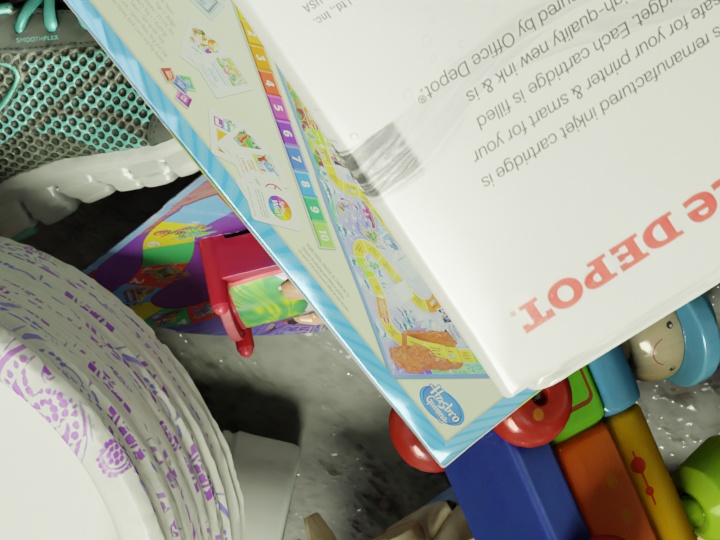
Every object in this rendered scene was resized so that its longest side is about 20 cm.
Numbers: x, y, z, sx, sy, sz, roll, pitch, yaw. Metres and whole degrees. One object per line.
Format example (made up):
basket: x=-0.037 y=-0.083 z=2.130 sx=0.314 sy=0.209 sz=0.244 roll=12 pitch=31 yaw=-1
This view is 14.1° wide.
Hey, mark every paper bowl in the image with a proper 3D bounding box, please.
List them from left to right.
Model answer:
paper bowl: x=-0.135 y=0.081 z=1.030 sx=0.199 sy=0.104 sz=0.202 roll=10 pitch=117 yaw=21

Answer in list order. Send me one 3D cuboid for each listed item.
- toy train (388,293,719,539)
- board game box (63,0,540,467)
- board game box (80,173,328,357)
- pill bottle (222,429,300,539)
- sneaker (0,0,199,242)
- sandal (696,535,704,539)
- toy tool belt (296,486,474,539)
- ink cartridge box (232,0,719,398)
toy train: x=0.103 y=0.102 z=1.047 sx=0.085 sy=0.115 sz=0.201 roll=-22 pitch=93 yaw=60
board game box: x=0.017 y=-0.056 z=0.914 sx=0.134 sy=0.034 sz=0.200 roll=-37 pitch=105 yaw=5
board game box: x=0.000 y=0.000 z=1.017 sx=0.157 sy=0.039 sz=0.200 roll=5 pitch=153 yaw=-37
pill bottle: x=-0.130 y=0.097 z=1.162 sx=0.199 sy=0.115 sz=0.115 roll=12 pitch=140 yaw=1
sneaker: x=-0.095 y=-0.074 z=0.989 sx=0.199 sy=0.078 sz=0.091 roll=-23 pitch=122 yaw=30
sandal: x=0.124 y=0.100 z=1.159 sx=0.070 sy=0.078 sz=0.212 roll=39 pitch=135 yaw=16
toy tool belt: x=0.029 y=0.137 z=1.137 sx=0.125 sy=0.123 sz=0.200 roll=45 pitch=144 yaw=18
ink cartridge box: x=0.048 y=-0.089 z=0.842 sx=0.145 sy=0.084 sz=0.201 roll=-32 pitch=106 yaw=9
